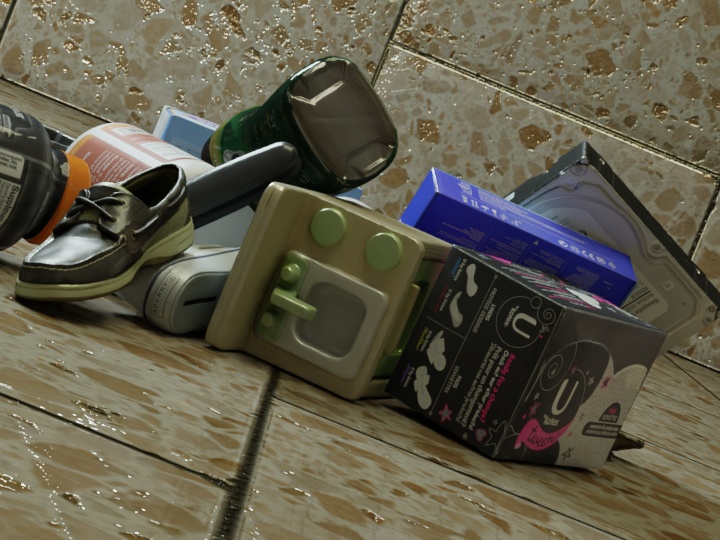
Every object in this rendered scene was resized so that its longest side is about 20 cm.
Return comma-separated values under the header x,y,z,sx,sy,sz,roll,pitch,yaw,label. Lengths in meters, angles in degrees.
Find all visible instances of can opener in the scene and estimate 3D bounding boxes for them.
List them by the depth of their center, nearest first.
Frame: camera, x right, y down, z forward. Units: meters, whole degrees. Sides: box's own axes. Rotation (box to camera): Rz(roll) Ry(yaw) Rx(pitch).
x,y,z,sx,sy,sz,roll,pitch,yaw,label
-0.137,-0.049,1.513,0.199,0.079,0.063,-22,-3,5,can opener

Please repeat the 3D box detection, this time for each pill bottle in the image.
x,y,z,sx,sy,sz,roll,pitch,yaw,label
-0.293,-0.077,1.418,0.199,0.107,0.106,20,5,-33,pill bottle
-0.167,-0.046,1.648,0.112,0.113,0.200,19,6,-38,pill bottle

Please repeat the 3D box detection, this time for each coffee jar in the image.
x,y,z,sx,sy,sz,roll,pitch,yaw,label
-0.055,-0.099,1.633,0.105,0.085,0.200,59,-29,-5,coffee jar

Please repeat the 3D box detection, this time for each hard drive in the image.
x,y,z,sx,sy,sz,roll,pitch,yaw,label
0.204,0.000,1.736,0.200,0.139,0.038,46,27,-21,hard drive

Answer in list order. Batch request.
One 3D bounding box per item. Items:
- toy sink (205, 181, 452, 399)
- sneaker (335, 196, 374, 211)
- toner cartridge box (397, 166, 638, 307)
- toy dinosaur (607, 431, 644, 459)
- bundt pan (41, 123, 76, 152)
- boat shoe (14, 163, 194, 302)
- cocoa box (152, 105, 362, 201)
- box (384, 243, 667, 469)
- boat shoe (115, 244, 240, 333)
x,y,z,sx,sy,sz,roll,pitch,yaw,label
-0.013,0.019,1.503,0.112,0.131,0.200,24,4,17,toy sink
0.000,0.000,1.685,0.083,0.072,0.200,45,13,-51,sneaker
0.124,-0.003,1.675,0.199,0.095,0.043,24,29,-19,toner cartridge box
0.171,0.106,1.744,0.200,0.058,0.101,47,4,-9,toy dinosaur
-0.340,-0.107,1.749,0.201,0.076,0.202,22,4,-1,bundt pan
-0.176,-0.029,1.374,0.071,0.066,0.201,7,17,22,boat shoe
-0.118,-0.061,1.912,0.199,0.134,0.131,21,4,-11,cocoa box
0.134,0.074,1.556,0.114,0.133,0.200,29,7,32,box
-0.117,0.006,1.495,0.067,0.074,0.200,27,6,21,boat shoe
